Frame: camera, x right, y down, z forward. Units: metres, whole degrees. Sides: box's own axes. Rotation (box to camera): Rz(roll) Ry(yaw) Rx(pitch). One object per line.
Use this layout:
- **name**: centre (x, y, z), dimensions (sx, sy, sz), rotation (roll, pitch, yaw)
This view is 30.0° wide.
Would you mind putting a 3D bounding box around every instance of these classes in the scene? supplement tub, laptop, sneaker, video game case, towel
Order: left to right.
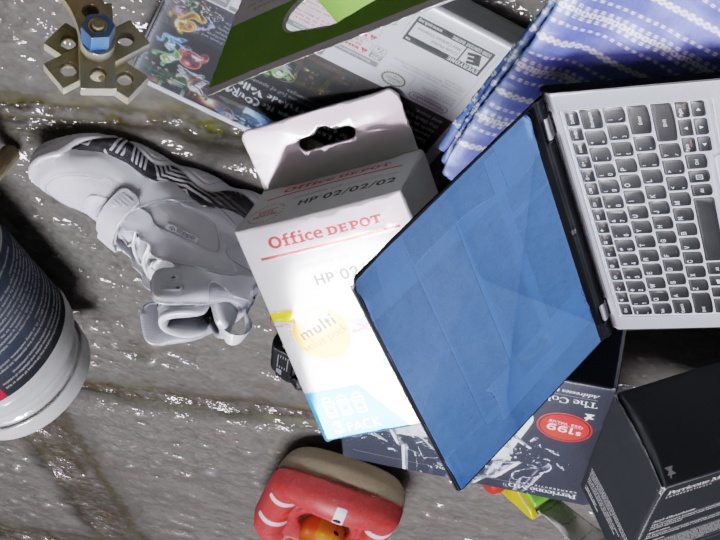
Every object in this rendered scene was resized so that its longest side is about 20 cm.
- **supplement tub**: centre (-0.320, 0.033, 1.083), dimensions (0.140, 0.141, 0.200), rotation (-2, 142, 26)
- **sneaker**: centre (-0.153, -0.020, 0.958), dimensions (0.200, 0.115, 0.075), rotation (20, 146, -4)
- **video game case**: centre (-0.025, -0.133, 0.826), dimensions (0.200, 0.023, 0.182), rotation (25, 145, -13)
- **laptop**: centre (0.127, 0.014, 0.650), dimensions (0.200, 0.116, 0.187), rotation (-2, 142, 22)
- **towel**: centre (0.136, -0.076, 0.638), dimensions (0.145, 0.024, 0.200), rotation (24, 145, -9)

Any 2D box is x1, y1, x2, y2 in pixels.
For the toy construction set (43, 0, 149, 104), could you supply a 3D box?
- **toy construction set**: centre (-0.152, -0.192, 0.745), dimensions (0.131, 0.092, 0.200), rotation (18, 135, -3)

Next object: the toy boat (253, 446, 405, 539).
- **toy boat**: centre (-0.039, 0.258, 1.293), dimensions (0.130, 0.131, 0.200), rotation (19, 146, -4)

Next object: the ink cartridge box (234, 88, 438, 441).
- **ink cartridge box**: centre (0.000, 0.000, 0.846), dimensions (0.115, 0.068, 0.200), rotation (-14, 113, 21)

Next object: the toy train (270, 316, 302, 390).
- **toy train**: centre (-0.049, 0.036, 1.071), dimensions (0.046, 0.034, 0.200), rotation (25, 148, 9)

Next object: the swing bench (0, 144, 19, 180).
- **swing bench**: centre (-0.374, -0.057, 0.923), dimensions (0.198, 0.200, 0.130), rotation (8, 145, 12)

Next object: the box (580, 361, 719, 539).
- **box**: centre (0.267, 0.120, 0.932), dimensions (0.200, 0.079, 0.141), rotation (-15, 150, -12)

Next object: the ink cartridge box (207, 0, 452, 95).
- **ink cartridge box**: centre (0.028, -0.150, 0.617), dimensions (0.148, 0.200, 0.076), rotation (-14, 136, 37)

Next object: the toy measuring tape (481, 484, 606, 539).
- **toy measuring tape**: centre (0.140, 0.163, 1.083), dimensions (0.074, 0.074, 0.200), rotation (36, 180, -26)

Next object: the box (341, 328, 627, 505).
- **box**: centre (0.089, 0.073, 0.998), dimensions (0.199, 0.104, 0.182), rotation (10, 147, 10)
